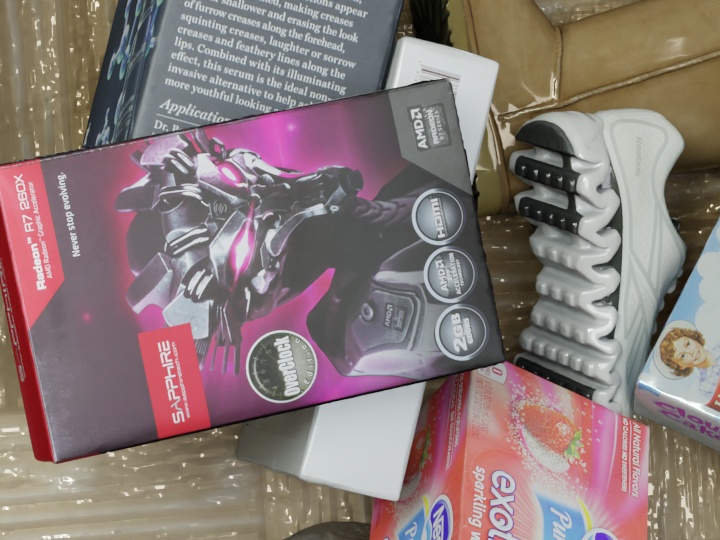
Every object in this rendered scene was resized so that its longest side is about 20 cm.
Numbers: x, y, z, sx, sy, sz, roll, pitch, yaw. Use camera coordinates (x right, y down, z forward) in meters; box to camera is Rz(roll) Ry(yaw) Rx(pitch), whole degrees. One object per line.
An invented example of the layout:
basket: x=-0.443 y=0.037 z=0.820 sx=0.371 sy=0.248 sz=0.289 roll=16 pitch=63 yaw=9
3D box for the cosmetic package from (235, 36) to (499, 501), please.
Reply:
cosmetic package: x=0.000 y=0.000 z=1.126 sx=0.052 sy=0.151 sz=0.200 roll=14 pitch=86 yaw=-15

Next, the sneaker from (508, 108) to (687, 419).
sneaker: x=0.122 y=0.016 z=1.181 sx=0.081 sy=0.075 sz=0.200 roll=-15 pitch=117 yaw=-31

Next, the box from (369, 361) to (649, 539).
box: x=0.064 y=0.150 z=1.090 sx=0.103 sy=0.095 sz=0.200 roll=25 pitch=44 yaw=-16

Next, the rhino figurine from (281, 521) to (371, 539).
rhino figurine: x=-0.019 y=0.159 z=1.158 sx=0.200 sy=0.060 sz=0.088 roll=-13 pitch=49 yaw=-15

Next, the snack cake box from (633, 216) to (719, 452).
snack cake box: x=0.223 y=-0.002 z=1.147 sx=0.115 sy=0.067 sz=0.200 roll=25 pitch=78 yaw=12

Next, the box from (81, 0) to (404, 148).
box: x=-0.062 y=-0.067 z=1.111 sx=0.107 sy=0.148 sz=0.200 roll=15 pitch=85 yaw=-14

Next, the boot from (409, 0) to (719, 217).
boot: x=0.130 y=-0.125 z=1.208 sx=0.200 sy=0.066 sz=0.175 roll=-15 pitch=105 yaw=-13

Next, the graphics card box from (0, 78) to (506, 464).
graphics card box: x=-0.048 y=-0.001 z=1.012 sx=0.200 sy=0.051 sz=0.126 roll=-11 pitch=91 yaw=-14
